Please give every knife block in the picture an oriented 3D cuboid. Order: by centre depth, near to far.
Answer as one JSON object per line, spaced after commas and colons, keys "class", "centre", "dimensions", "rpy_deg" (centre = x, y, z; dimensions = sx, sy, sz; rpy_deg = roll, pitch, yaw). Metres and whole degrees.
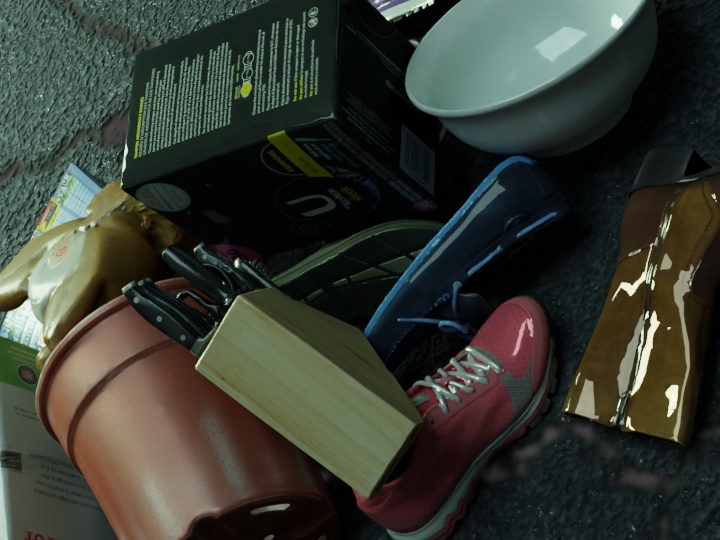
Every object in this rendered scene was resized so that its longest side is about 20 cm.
{"class": "knife block", "centre": [-0.068, 0.058, 1.144], "dimensions": [0.064, 0.175, 0.200], "rpy_deg": [-58, 31, 14]}

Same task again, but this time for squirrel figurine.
{"class": "squirrel figurine", "centre": [-0.175, 0.030, 1.373], "dimensions": [0.141, 0.187, 0.200], "rpy_deg": [11, 61, 50]}

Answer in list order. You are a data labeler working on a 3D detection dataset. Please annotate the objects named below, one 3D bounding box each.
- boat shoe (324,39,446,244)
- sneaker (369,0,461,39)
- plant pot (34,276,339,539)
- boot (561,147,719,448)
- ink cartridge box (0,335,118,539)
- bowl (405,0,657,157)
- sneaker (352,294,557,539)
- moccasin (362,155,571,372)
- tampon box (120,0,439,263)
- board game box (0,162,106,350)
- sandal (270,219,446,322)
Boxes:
{"class": "boat shoe", "centre": [0.019, -0.105, 1.363], "dimensions": [0.073, 0.063, 0.202], "rpy_deg": [3, 66, 47]}
{"class": "sneaker", "centre": [0.082, -0.261, 1.369], "dimensions": [0.199, 0.076, 0.088], "rpy_deg": [-16, 79, 36]}
{"class": "plant pot", "centre": [-0.120, 0.144, 1.256], "dimensions": [0.201, 0.200, 0.196], "rpy_deg": [-43, 52, 15]}
{"class": "boot", "centre": [0.226, 0.016, 1.086], "dimensions": [0.188, 0.068, 0.201], "rpy_deg": [5, 70, 45]}
{"class": "ink cartridge box", "centre": [-0.272, 0.174, 1.384], "dimensions": [0.084, 0.145, 0.201], "rpy_deg": [-29, 55, 27]}
{"class": "bowl", "centre": [0.140, -0.148, 1.231], "dimensions": [0.200, 0.091, 0.202], "rpy_deg": [-24, 31, 15]}
{"class": "sneaker", "centre": [0.066, 0.100, 1.170], "dimensions": [0.074, 0.087, 0.201], "rpy_deg": [29, 87, 47]}
{"class": "moccasin", "centre": [0.074, 0.009, 1.209], "dimensions": [0.068, 0.080, 0.200], "rpy_deg": [42, 112, 10]}
{"class": "tampon box", "centre": [-0.059, -0.108, 1.280], "dimensions": [0.199, 0.150, 0.127], "rpy_deg": [-16, 58, 31]}
{"class": "board game box", "centre": [-0.240, 0.015, 1.534], "dimensions": [0.199, 0.062, 0.201], "rpy_deg": [16, 77, 48]}
{"class": "sandal", "centre": [-0.001, -0.001, 1.308], "dimensions": [0.200, 0.080, 0.057], "rpy_deg": [-17, 29, 33]}
